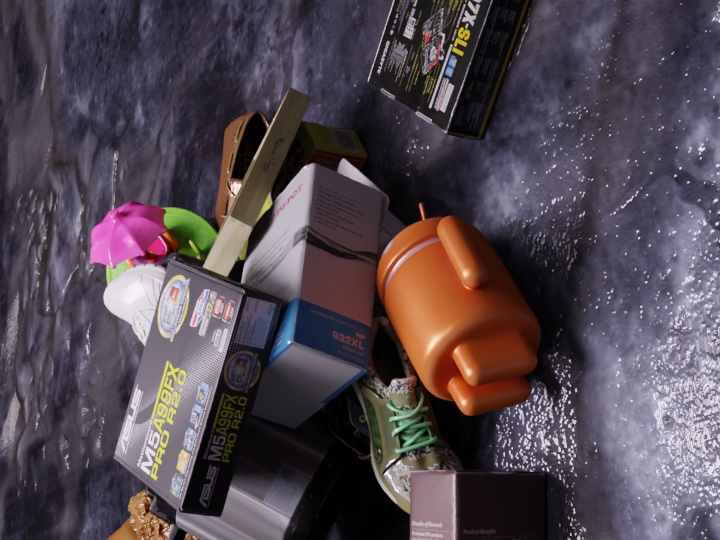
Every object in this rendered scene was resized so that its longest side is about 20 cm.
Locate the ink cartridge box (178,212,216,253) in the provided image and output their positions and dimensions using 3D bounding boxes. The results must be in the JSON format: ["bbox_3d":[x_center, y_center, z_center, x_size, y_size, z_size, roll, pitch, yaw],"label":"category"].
[{"bbox_3d":[-0.188,0.037,1.521,0.059,0.103,0.202,-18,69,55],"label":"ink cartridge box"}]

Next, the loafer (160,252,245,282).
[{"bbox_3d":[-0.126,0.017,1.342,0.068,0.200,0.071,-18,56,53],"label":"loafer"}]

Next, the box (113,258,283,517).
[{"bbox_3d":[-0.151,0.102,1.123,0.160,0.044,0.201,19,93,56],"label":"box"}]

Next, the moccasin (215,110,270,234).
[{"bbox_3d":[-0.131,-0.094,1.494,0.078,0.073,0.203,-29,52,60],"label":"moccasin"}]

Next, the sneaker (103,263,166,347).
[{"bbox_3d":[-0.196,0.054,1.254,0.199,0.087,0.075,17,141,35],"label":"sneaker"}]

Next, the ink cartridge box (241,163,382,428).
[{"bbox_3d":[-0.054,0.024,1.162,0.145,0.083,0.201,-43,33,48],"label":"ink cartridge box"}]

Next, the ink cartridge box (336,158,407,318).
[{"bbox_3d":[0.000,0.000,1.269,0.116,0.066,0.201,45,122,52],"label":"ink cartridge box"}]

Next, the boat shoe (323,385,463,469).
[{"bbox_3d":[0.027,0.170,1.173,0.071,0.090,0.201,-61,39,31],"label":"boat shoe"}]

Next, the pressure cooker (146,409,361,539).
[{"bbox_3d":[-0.113,0.196,1.247,0.176,0.199,0.179,-53,-16,-48],"label":"pressure cooker"}]

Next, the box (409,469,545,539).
[{"bbox_3d":[0.097,0.269,1.037,0.075,0.100,0.202,-10,76,56],"label":"box"}]

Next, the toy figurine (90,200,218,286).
[{"bbox_3d":[-0.230,0.001,1.384,0.150,0.184,0.201,-36,76,0],"label":"toy figurine"}]

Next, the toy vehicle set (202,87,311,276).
[{"bbox_3d":[-0.112,-0.083,1.285,0.124,0.026,0.201,-55,11,49],"label":"toy vehicle set"}]

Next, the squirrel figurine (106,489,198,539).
[{"bbox_3d":[-0.224,0.371,1.491,0.187,0.141,0.201,43,122,44],"label":"squirrel figurine"}]

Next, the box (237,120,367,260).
[{"bbox_3d":[-0.070,-0.072,1.389,0.201,0.075,0.050,-58,41,31],"label":"box"}]

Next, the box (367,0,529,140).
[{"bbox_3d":[0.090,-0.248,1.194,0.160,0.049,0.201,39,117,50],"label":"box"}]

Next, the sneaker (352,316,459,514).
[{"bbox_3d":[0.036,0.129,1.106,0.089,0.076,0.201,90,158,-66],"label":"sneaker"}]

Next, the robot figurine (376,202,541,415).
[{"bbox_3d":[0.083,0.035,1.090,0.116,0.144,0.201,-38,48,13],"label":"robot figurine"}]
